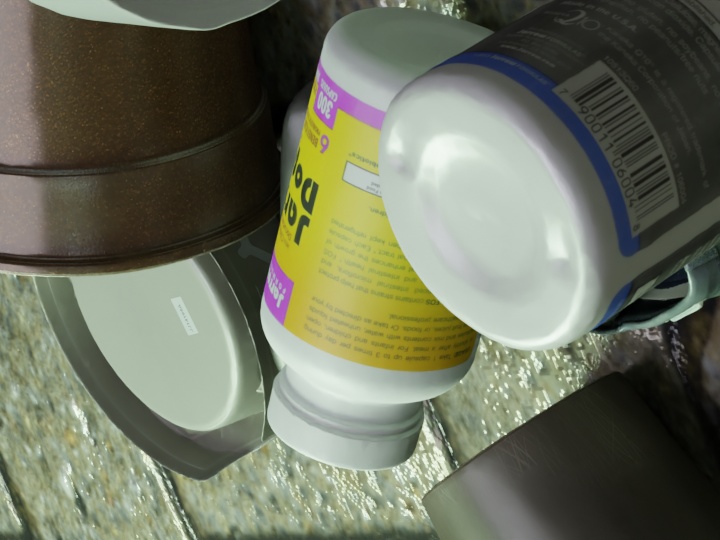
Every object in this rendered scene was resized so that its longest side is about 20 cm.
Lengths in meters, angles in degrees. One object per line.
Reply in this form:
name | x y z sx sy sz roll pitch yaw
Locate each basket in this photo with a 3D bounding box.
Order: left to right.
basket | 0.127 0.160 1.287 0.200 0.136 0.180 57 143 9

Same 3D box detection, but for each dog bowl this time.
dog bowl | -0.099 0.016 1.527 0.200 0.059 0.200 32 139 33

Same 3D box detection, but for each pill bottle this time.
pill bottle | 0.014 -0.012 1.271 0.104 0.104 0.200 32 120 34
pill bottle | 0.112 -0.062 1.063 0.114 0.200 0.114 31 137 34

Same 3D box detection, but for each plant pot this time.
plant pot | -0.137 -0.128 1.361 0.200 0.200 0.199 22 124 42

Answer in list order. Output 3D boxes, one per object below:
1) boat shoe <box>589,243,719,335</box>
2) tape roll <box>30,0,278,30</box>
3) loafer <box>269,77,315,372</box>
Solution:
boat shoe | 0.106 -0.006 1.239 0.200 0.062 0.073 -9 110 55
tape roll | -0.090 -0.207 1.212 0.071 0.202 0.203 10 124 49
loafer | 0.000 0.000 1.370 0.071 0.073 0.200 30 137 39
